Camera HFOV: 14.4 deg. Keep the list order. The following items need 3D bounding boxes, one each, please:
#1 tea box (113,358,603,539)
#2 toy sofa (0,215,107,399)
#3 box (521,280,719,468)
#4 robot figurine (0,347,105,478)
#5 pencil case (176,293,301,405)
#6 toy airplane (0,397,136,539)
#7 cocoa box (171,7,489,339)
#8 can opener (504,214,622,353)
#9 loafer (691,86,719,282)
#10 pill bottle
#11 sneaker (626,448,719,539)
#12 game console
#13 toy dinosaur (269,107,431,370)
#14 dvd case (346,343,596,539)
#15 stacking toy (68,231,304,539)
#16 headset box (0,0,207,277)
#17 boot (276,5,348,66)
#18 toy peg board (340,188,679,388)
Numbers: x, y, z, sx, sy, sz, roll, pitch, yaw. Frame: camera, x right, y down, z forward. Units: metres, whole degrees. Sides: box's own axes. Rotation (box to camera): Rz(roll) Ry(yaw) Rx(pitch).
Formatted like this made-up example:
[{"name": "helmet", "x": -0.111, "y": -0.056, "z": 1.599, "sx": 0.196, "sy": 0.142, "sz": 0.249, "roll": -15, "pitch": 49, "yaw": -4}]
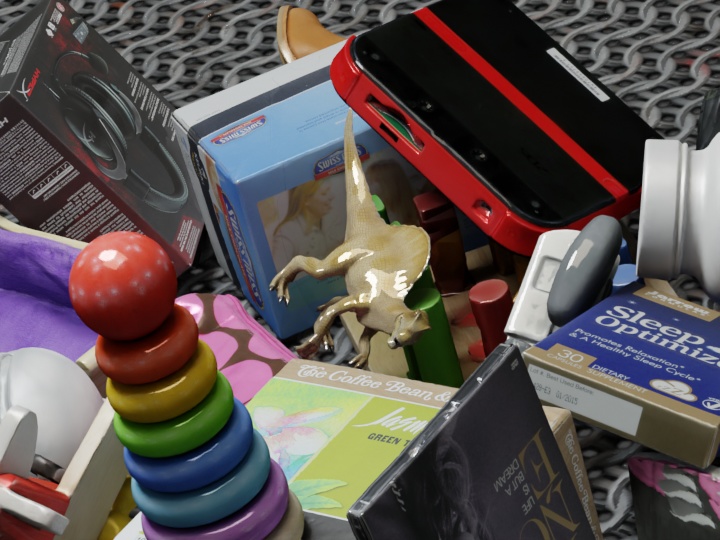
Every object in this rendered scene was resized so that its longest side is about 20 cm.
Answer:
[{"name": "tea box", "x": 0.000, "y": 0.167, "z": 1.572, "sx": 0.199, "sy": 0.134, "sz": 0.197, "roll": 9, "pitch": 38, "yaw": 36}, {"name": "toy sofa", "x": -0.216, "y": 0.033, "z": 1.924, "sx": 0.199, "sy": 0.098, "sz": 0.083, "roll": 15, "pitch": 43, "yaw": 43}, {"name": "box", "x": 0.183, "y": 0.053, "z": 1.650, "sx": 0.121, "sy": 0.033, "sz": 0.200, "roll": 20, "pitch": 21, "yaw": 22}, {"name": "robot figurine", "x": -0.242, "y": 0.113, "z": 1.796, "sx": 0.199, "sy": 0.113, "sz": 0.170, "roll": -13, "pitch": 39, "yaw": 7}, {"name": "pencil case", "x": -0.069, "y": 0.079, "z": 1.793, "sx": 0.200, "sy": 0.091, "sz": 0.094, "roll": 36, "pitch": 103, "yaw": 51}, {"name": "toy airplane", "x": -0.157, "y": 0.153, "z": 1.622, "sx": 0.141, "sy": 0.201, "sz": 0.199, "roll": 25, "pitch": 35, "yaw": 9}, {"name": "cocoa box", "x": -0.004, "y": -0.068, "z": 1.953, "sx": 0.199, "sy": 0.134, "sz": 0.131, "roll": -23, "pitch": 32, "yaw": -13}, {"name": "can opener", "x": 0.102, "y": 0.059, "z": 1.694, "sx": 0.052, "sy": 0.067, "sz": 0.201, "roll": 17, "pitch": 72, "yaw": 14}, {"name": "loafer", "x": 0.251, "y": -0.058, "z": 1.878, "sx": 0.070, "sy": 0.068, "sz": 0.201, "roll": 6, "pitch": 35, "yaw": 11}, {"name": "pill bottle", "x": 0.270, "y": -0.030, "z": 1.739, "sx": 0.199, "sy": 0.113, "sz": 0.112, "roll": 5, "pitch": 33, "yaw": 4}, {"name": "sneaker", "x": 0.244, "y": 0.139, "z": 1.576, "sx": 0.199, "sy": 0.081, "sz": 0.086, "roll": 18, "pitch": 32, "yaw": 32}, {"name": "game console", "x": 0.094, "y": -0.098, "z": 1.845, "sx": 0.200, "sy": 0.031, "sz": 0.177, "roll": 44, "pitch": 41, "yaw": 18}, {"name": "toy dinosaur", "x": 0.000, "y": 0.000, "z": 1.761, "sx": 0.101, "sy": 0.058, "sz": 0.200, "roll": -36, "pitch": 42, "yaw": 17}, {"name": "dvd case", "x": 0.073, "y": 0.162, "z": 1.480, "sx": 0.016, "sy": 0.201, "sz": 0.149, "roll": 0, "pitch": 33, "yaw": 41}, {"name": "stacking toy", "x": -0.094, "y": 0.066, "z": 1.456, "sx": 0.085, "sy": 0.201, "sz": 0.086, "roll": -13, "pitch": 32, "yaw": 8}, {"name": "headset box", "x": -0.185, "y": -0.076, "z": 2.016, "sx": 0.077, "sy": 0.200, "sz": 0.149, "roll": -36, "pitch": 21, "yaw": 27}, {"name": "boot", "x": 0.025, "y": -0.150, "z": 2.138, "sx": 0.154, "sy": 0.074, "sz": 0.200, "roll": -19, "pitch": 43, "yaw": -3}, {"name": "toy peg board", "x": 0.092, "y": 0.007, "z": 1.823, "sx": 0.198, "sy": 0.098, "sz": 0.200, "roll": -20, "pitch": 31, "yaw": -5}]
